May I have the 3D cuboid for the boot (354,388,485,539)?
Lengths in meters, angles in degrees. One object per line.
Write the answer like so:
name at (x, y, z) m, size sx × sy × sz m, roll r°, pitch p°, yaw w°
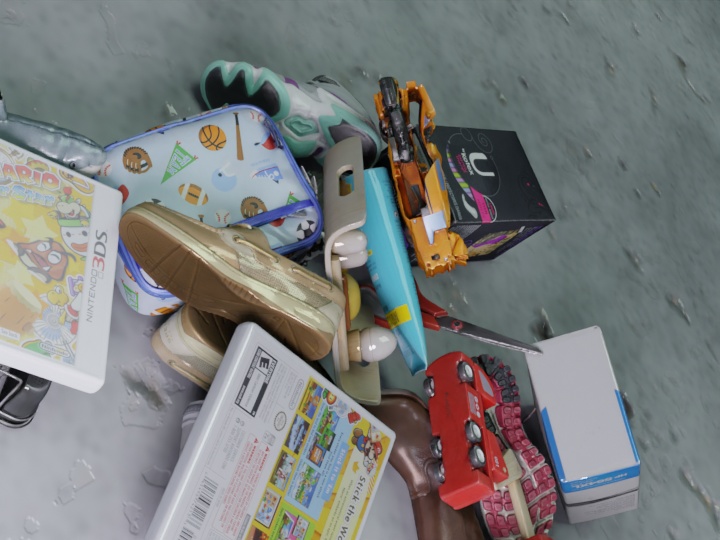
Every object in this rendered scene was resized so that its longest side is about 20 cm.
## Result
boot at (0.053, 0.219, 1.170) m, size 0.185 × 0.064 × 0.203 m, roll 15°, pitch 56°, yaw -40°

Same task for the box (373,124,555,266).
box at (0.109, -0.084, 1.415) m, size 0.199 × 0.106 × 0.124 m, roll -5°, pitch 67°, yaw -50°

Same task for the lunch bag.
lunch bag at (-0.132, -0.053, 1.102) m, size 0.198 × 0.076 × 0.162 m, roll -21°, pitch 75°, yaw -27°

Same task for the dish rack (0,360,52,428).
dish rack at (-0.302, 0.006, 0.940) m, size 0.199 × 0.054 × 0.155 m, roll 33°, pitch 41°, yaw -24°

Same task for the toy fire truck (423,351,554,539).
toy fire truck at (0.124, 0.190, 1.197) m, size 0.141 × 0.048 × 0.202 m, roll 38°, pitch 35°, yaw -41°

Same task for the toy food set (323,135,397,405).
toy food set at (0.000, 0.000, 1.136) m, size 0.059 × 0.202 × 0.144 m, roll -3°, pitch 35°, yaw 0°

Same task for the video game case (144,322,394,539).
video game case at (-0.066, 0.175, 0.995) m, size 0.182 × 0.023 × 0.202 m, roll 40°, pitch 58°, yaw -32°

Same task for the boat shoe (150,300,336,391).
boat shoe at (-0.092, 0.096, 1.095) m, size 0.199 × 0.065 × 0.073 m, roll 37°, pitch 36°, yaw -29°

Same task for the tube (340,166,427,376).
tube at (0.030, 0.002, 1.227) m, size 0.077 × 0.050 × 0.203 m, roll 110°, pitch -36°, yaw -82°

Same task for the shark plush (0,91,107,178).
shark plush at (-0.303, -0.128, 1.011) m, size 0.200 × 0.083 × 0.091 m, roll 42°, pitch 39°, yaw -18°

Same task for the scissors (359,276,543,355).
scissors at (0.082, 0.057, 1.261) m, size 0.199 × 0.014 × 0.073 m, roll 32°, pitch 58°, yaw 21°

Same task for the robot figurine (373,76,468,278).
robot figurine at (0.058, -0.097, 1.253) m, size 0.145 × 0.057 × 0.203 m, roll 59°, pitch 18°, yaw -85°

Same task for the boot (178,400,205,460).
boot at (-0.073, 0.182, 1.061) m, size 0.198 × 0.073 × 0.097 m, roll 24°, pitch 63°, yaw -35°

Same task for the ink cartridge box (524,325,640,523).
ink cartridge box at (0.231, 0.166, 1.305) m, size 0.200 × 0.083 × 0.148 m, roll 66°, pitch 9°, yaw -64°

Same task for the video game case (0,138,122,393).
video game case at (-0.272, -0.021, 0.930) m, size 0.198 × 0.023 × 0.184 m, roll 24°, pitch 47°, yaw -31°

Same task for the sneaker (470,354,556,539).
sneaker at (0.145, 0.187, 1.286) m, size 0.079 × 0.075 × 0.203 m, roll -10°, pitch 79°, yaw -10°

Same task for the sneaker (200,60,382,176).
sneaker at (-0.072, -0.174, 1.322) m, size 0.198 × 0.078 × 0.140 m, roll 27°, pitch 22°, yaw -12°

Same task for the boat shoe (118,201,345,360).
boat shoe at (-0.103, -0.002, 1.025) m, size 0.199 × 0.071 × 0.065 m, roll 33°, pitch 54°, yaw -15°

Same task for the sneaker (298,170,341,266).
sneaker at (-0.062, -0.052, 1.242) m, size 0.091 × 0.066 × 0.199 m, roll 57°, pitch 33°, yaw 6°
